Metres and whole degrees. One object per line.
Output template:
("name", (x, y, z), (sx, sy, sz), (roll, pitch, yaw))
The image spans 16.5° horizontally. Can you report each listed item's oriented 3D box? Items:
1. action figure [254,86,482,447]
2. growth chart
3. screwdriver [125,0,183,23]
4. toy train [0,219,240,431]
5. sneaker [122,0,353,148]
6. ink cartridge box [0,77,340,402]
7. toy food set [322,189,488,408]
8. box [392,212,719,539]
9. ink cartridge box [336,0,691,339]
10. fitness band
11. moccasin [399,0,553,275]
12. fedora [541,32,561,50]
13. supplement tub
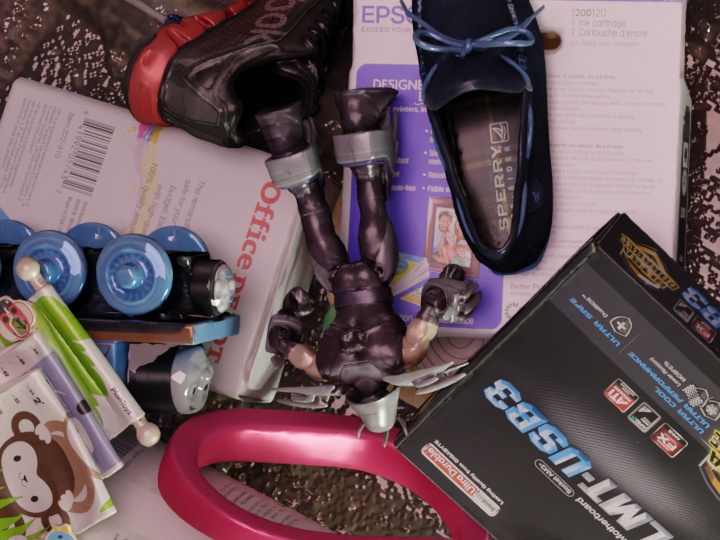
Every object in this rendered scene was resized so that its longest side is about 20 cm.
("action figure", (0.000, 0.000, 1.392), (0.130, 0.069, 0.200), (-10, 89, 12))
("growth chart", (-0.203, 0.107, 1.392), (0.200, 0.018, 0.145), (-43, 85, 21))
("screwdriver", (-0.135, -0.164, 1.543), (0.200, 0.029, 0.028), (32, 90, 8))
("toy train", (-0.166, 0.031, 1.418), (0.200, 0.087, 0.114), (3, 97, 18))
("sneaker", (-0.042, -0.135, 1.466), (0.098, 0.071, 0.200), (31, 54, 31))
("ink cartridge box", (-0.129, -0.017, 1.500), (0.200, 0.085, 0.145), (18, 88, 15))
("toy food set", (0.074, -0.004, 1.476), (0.200, 0.049, 0.198), (7, 85, 12))
("box", (0.150, 0.100, 1.377), (0.200, 0.050, 0.199), (44, 126, 0))
("ink cartridge box", (0.090, -0.059, 1.426), (0.198, 0.043, 0.200), (3, 90, 13))
("fitness band", (-0.019, 0.130, 1.413), (0.144, 0.200, 0.037), (57, 133, 50))
("moccasin", (0.073, -0.099, 1.375), (0.080, 0.068, 0.200), (-17, 84, 12))
("fedora", (0.113, -0.212, 1.474), (0.200, 0.082, 0.201), (-1, 83, 12))
("supplement tub", (-0.108, 0.178, 1.450), (0.200, 0.132, 0.132), (27, 89, 13))
